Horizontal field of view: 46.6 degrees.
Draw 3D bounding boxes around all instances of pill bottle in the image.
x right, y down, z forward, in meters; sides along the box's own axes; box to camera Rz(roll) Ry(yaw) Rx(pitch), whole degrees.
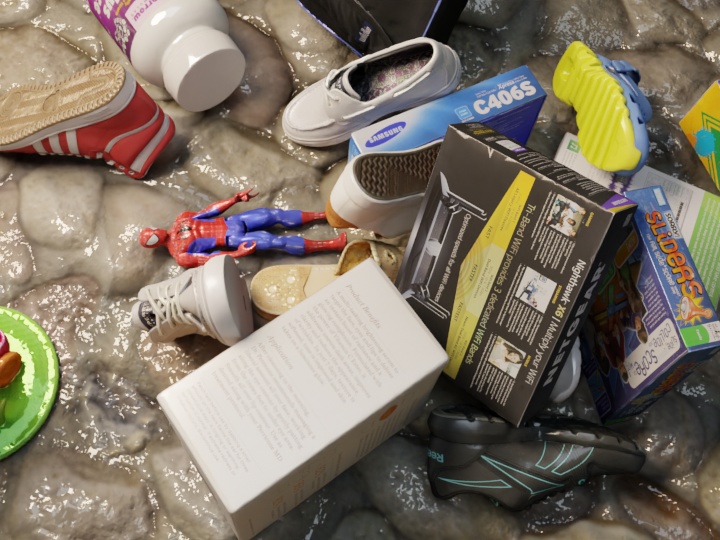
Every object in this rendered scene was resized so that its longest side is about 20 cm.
[{"bbox_3d":[-0.207,-0.264,0.867,0.112,0.113,0.201,-33,71,-18],"label":"pill bottle"}]

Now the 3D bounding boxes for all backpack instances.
[{"bbox_3d":[0.025,-0.326,0.881,0.199,0.184,0.147,38,45,11],"label":"backpack"}]

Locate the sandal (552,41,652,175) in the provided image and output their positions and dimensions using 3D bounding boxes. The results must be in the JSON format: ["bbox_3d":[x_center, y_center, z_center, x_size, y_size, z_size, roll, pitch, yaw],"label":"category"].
[{"bbox_3d":[0.264,-0.168,0.857,0.086,0.080,0.201,12,42,-12],"label":"sandal"}]

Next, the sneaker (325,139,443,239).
[{"bbox_3d":[0.053,-0.072,0.782,0.198,0.085,0.074,-3,65,-34],"label":"sneaker"}]

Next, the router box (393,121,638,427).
[{"bbox_3d":[0.113,0.001,0.692,0.157,0.202,0.052,34,30,29],"label":"router box"}]

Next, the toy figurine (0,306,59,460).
[{"bbox_3d":[-0.351,0.084,0.653,0.149,0.185,0.201,28,66,9],"label":"toy figurine"}]

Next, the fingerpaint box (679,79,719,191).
[{"bbox_3d":[0.457,-0.121,0.854,0.198,0.074,0.169,-12,66,-22],"label":"fingerpaint box"}]

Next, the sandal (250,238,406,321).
[{"bbox_3d":[0.001,0.005,0.780,0.209,0.070,0.079,-6,65,-8],"label":"sandal"}]

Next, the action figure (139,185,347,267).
[{"bbox_3d":[-0.113,-0.039,0.807,0.197,0.052,0.066,-7,69,-5],"label":"action figure"}]

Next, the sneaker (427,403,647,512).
[{"bbox_3d":[0.150,0.166,0.729,0.197,0.075,0.080,7,91,-6],"label":"sneaker"}]

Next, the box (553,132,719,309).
[{"bbox_3d":[0.272,-0.039,0.842,0.198,0.036,0.145,24,65,8],"label":"box"}]

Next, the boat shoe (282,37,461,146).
[{"bbox_3d":[-0.001,-0.176,0.821,0.198,0.068,0.073,-8,77,27],"label":"boat shoe"}]

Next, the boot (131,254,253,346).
[{"bbox_3d":[-0.142,0.035,0.691,0.094,0.200,0.075,-11,84,-5],"label":"boot"}]

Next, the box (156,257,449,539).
[{"bbox_3d":[-0.045,0.109,0.682,0.199,0.153,0.107,-33,71,-19],"label":"box"}]

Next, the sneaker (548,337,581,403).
[{"bbox_3d":[0.130,0.037,0.769,0.081,0.075,0.201,-7,53,-26],"label":"sneaker"}]

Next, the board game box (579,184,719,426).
[{"bbox_3d":[0.229,0.038,0.710,0.034,0.201,0.137,-10,66,-8],"label":"board game box"}]

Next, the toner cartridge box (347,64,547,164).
[{"bbox_3d":[0.083,-0.129,0.836,0.198,0.095,0.043,-24,67,-15],"label":"toner cartridge box"}]

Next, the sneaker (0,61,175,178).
[{"bbox_3d":[-0.279,-0.137,0.835,0.198,0.112,0.072,-7,64,26],"label":"sneaker"}]
